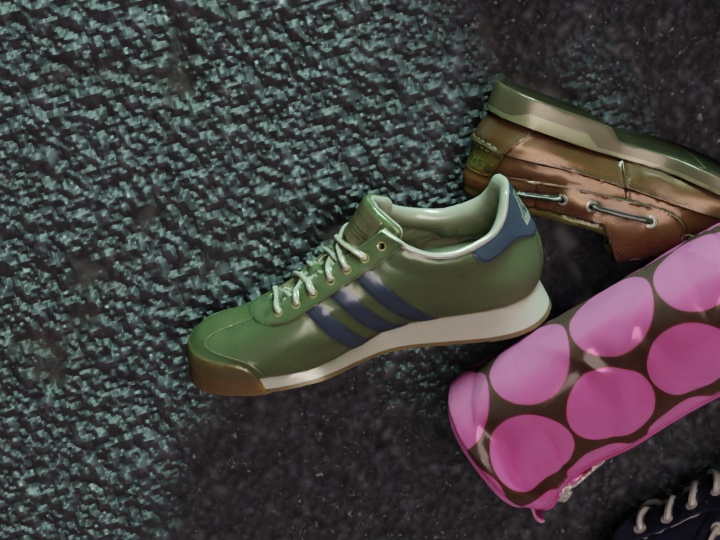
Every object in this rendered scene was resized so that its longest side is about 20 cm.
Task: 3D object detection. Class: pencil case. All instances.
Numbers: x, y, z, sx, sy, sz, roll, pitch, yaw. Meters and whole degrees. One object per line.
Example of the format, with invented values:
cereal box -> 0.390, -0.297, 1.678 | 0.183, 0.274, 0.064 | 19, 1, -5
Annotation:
pencil case -> 0.149, 0.052, 1.088 | 0.199, 0.091, 0.094 | -32, 89, 19

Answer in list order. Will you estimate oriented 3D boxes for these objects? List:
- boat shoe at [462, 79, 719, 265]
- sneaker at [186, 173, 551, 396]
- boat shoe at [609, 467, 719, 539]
boat shoe -> 0.152, -0.039, 1.118 | 0.199, 0.072, 0.068 | 21, 101, -5
sneaker -> 0.000, 0.000, 1.077 | 0.199, 0.067, 0.090 | -12, 122, -5
boat shoe -> 0.195, 0.142, 1.158 | 0.092, 0.075, 0.201 | 20, 79, 11
